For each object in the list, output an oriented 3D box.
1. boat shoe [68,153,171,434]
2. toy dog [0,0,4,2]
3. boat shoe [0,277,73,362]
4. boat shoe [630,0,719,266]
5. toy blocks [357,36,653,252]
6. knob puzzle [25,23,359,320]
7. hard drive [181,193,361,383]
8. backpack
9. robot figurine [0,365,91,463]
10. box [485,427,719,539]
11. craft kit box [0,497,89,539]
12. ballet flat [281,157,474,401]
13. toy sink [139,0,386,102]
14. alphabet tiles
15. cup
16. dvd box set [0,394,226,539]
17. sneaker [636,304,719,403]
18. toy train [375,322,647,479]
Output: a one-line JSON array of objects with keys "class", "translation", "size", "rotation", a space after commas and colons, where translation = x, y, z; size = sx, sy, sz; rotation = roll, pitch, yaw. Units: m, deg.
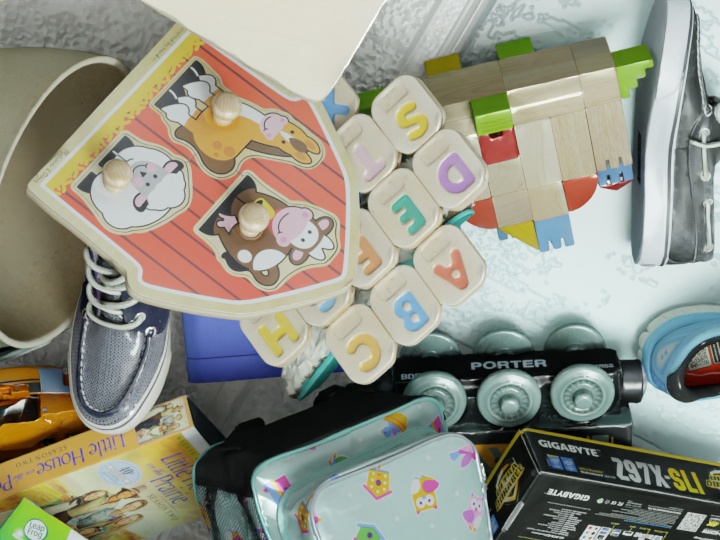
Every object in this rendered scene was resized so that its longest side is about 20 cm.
[{"class": "boat shoe", "translation": [-0.163, 0.008, 1.600], "size": [0.074, 0.093, 0.201], "rotation": [10, 87, 15]}, {"class": "toy dog", "translation": [-0.282, -0.256, 1.574], "size": [0.131, 0.096, 0.200], "rotation": [15, 147, 31]}, {"class": "boat shoe", "translation": [-0.294, 0.039, 1.691], "size": [0.199, 0.062, 0.073], "rotation": [-12, 109, 2]}, {"class": "boat shoe", "translation": [0.226, -0.095, 1.658], "size": [0.068, 0.074, 0.200], "rotation": [-1, 110, -3]}, {"class": "toy blocks", "translation": [0.110, -0.074, 1.661], "size": [0.199, 0.100, 0.137], "rotation": [-13, 120, 3]}, {"class": "knob puzzle", "translation": [-0.083, -0.054, 1.545], "size": [0.219, 0.221, 0.030], "rotation": [17, 149, -7]}, {"class": "hard drive", "translation": [-0.064, -0.023, 1.680], "size": [0.131, 0.025, 0.201], "rotation": [-4, 109, -1]}, {"class": "backpack", "translation": [0.001, 0.195, 1.616], "size": [0.175, 0.153, 0.201], "rotation": [-21, 110, -34]}, {"class": "robot figurine", "translation": [-0.266, 0.118, 1.704], "size": [0.199, 0.058, 0.145], "rotation": [-6, 142, -1]}, {"class": "box", "translation": [0.166, 0.197, 1.714], "size": [0.199, 0.049, 0.160], "rotation": [11, 127, -27]}, {"class": "craft kit box", "translation": [-0.176, 0.261, 1.678], "size": [0.197, 0.200, 0.049], "rotation": [36, 60, 4]}, {"class": "ballet flat", "translation": [0.000, 0.000, 1.641], "size": [0.072, 0.072, 0.200], "rotation": [35, 114, -12]}, {"class": "toy sink", "translation": [-0.076, -0.222, 1.587], "size": [0.199, 0.112, 0.131], "rotation": [30, 105, -6]}, {"class": "alphabet tiles", "translation": [-0.013, -0.033, 1.595], "size": [0.200, 0.015, 0.196], "rotation": [-41, 69, 14]}, {"class": "cup", "translation": [-0.254, -0.066, 1.607], "size": [0.143, 0.200, 0.201], "rotation": [19, 109, 19]}, {"class": "dvd box set", "translation": [-0.187, 0.158, 1.702], "size": [0.199, 0.030, 0.146], "rotation": [-20, 152, 7]}, {"class": "sneaker", "translation": [0.298, 0.052, 1.700], "size": [0.199, 0.090, 0.079], "rotation": [-22, 108, 4]}, {"class": "toy train", "translation": [0.105, 0.105, 1.720], "size": [0.199, 0.085, 0.114], "rotation": [-3, 118, -1]}]
